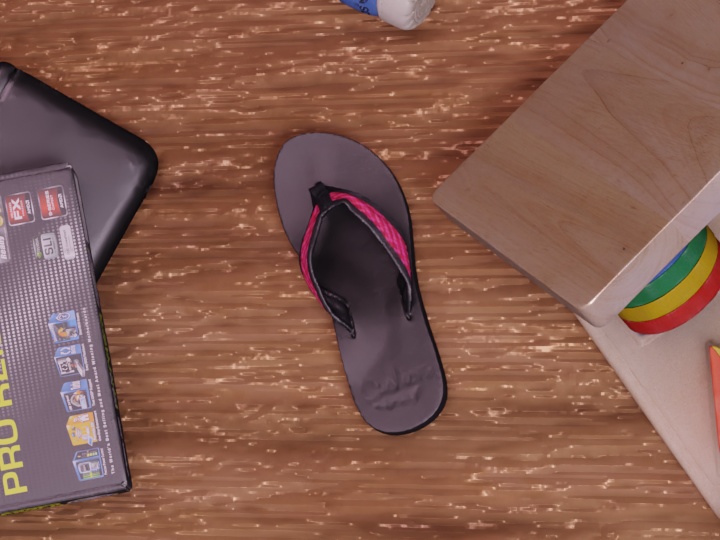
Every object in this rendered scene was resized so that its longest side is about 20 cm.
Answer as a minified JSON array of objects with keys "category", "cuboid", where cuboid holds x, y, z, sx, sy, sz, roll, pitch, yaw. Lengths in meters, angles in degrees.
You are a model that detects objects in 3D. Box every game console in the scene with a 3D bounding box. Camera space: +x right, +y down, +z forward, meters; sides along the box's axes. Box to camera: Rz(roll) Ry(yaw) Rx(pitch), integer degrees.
[{"category":"game console","cuboid":[-0.247,-0.025,1.857,0.176,0.116,0.200,29,84,-5]}]

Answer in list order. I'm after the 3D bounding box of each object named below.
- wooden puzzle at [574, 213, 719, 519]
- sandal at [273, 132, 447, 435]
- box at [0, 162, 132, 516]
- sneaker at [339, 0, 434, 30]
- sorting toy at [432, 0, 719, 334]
[{"category":"wooden puzzle","cuboid":[0.224,0.013,1.662,0.185,0.046,0.200,-36,65,5]},{"category":"sandal","cuboid":[0.000,0.000,1.745,0.075,0.045,0.201,-25,66,11]},{"category":"box","cuboid":[-0.231,0.049,1.765,0.160,0.044,0.201,-10,83,-2]},{"category":"sneaker","cuboid":[0.023,-0.256,1.803,0.111,0.077,0.201,24,88,15]},{"category":"sorting toy","cuboid":[0.167,-0.058,1.646,0.199,0.070,0.200,-44,30,-3]}]
